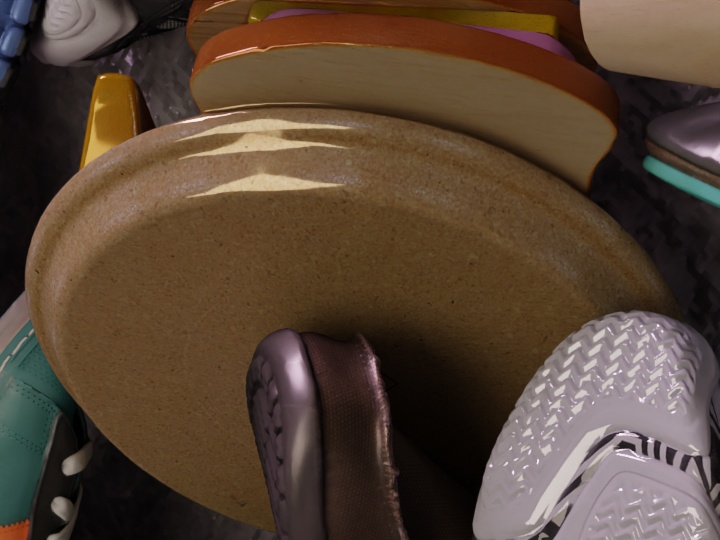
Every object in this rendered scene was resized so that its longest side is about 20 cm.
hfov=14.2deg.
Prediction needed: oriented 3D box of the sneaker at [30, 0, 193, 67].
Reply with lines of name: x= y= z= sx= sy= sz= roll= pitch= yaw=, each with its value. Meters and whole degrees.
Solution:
sneaker: x=-0.025 y=-0.094 z=0.828 sx=0.200 sy=0.114 sz=0.076 roll=143 pitch=140 yaw=-68

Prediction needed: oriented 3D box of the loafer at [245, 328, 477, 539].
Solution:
loafer: x=0.021 y=0.083 z=0.799 sx=0.071 sy=0.200 sz=0.073 roll=-18 pitch=46 yaw=3

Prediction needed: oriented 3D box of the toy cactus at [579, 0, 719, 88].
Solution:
toy cactus: x=0.134 y=-0.062 z=0.677 sx=0.165 sy=0.102 sz=0.200 roll=1 pitch=58 yaw=36

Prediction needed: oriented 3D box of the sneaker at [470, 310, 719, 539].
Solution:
sneaker: x=0.090 y=0.111 z=0.767 sx=0.075 sy=0.115 sz=0.200 roll=-3 pitch=88 yaw=36

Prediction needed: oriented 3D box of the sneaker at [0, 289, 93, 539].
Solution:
sneaker: x=-0.112 y=0.100 z=0.870 sx=0.080 sy=0.071 sz=0.200 roll=26 pitch=95 yaw=-1

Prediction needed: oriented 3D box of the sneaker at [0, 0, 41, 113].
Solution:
sneaker: x=-0.125 y=-0.149 z=0.849 sx=0.077 sy=0.085 sz=0.200 roll=146 pitch=134 yaw=-74

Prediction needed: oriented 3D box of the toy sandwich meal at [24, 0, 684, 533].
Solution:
toy sandwich meal: x=0.000 y=0.000 z=0.806 sx=0.205 sy=0.070 sz=0.205 roll=7 pitch=141 yaw=6

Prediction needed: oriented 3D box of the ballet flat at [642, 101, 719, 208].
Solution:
ballet flat: x=0.163 y=-0.012 z=0.719 sx=0.200 sy=0.068 sz=0.068 roll=32 pitch=102 yaw=31
